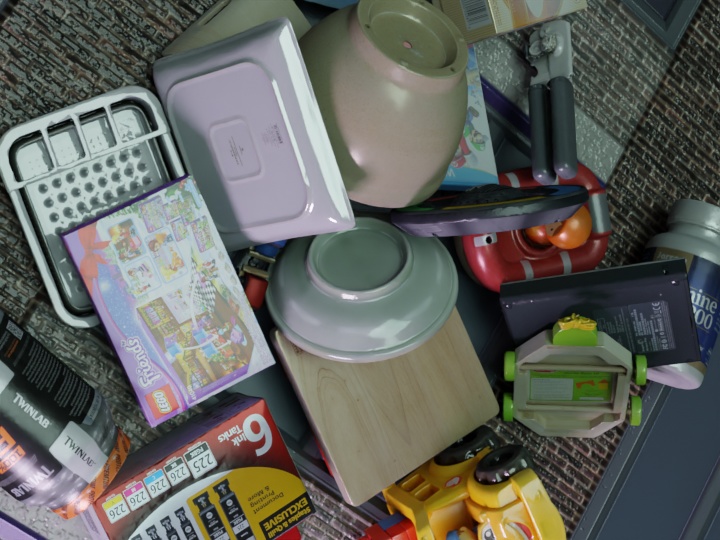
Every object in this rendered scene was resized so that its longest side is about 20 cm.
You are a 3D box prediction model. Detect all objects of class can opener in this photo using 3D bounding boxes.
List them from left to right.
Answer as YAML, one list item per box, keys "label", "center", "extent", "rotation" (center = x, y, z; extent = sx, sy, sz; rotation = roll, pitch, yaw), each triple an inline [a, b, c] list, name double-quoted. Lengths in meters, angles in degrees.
- label: "can opener"
  center: [0.216, -0.186, 1.477]
  extent: [0.066, 0.052, 0.203]
  rotation: [33, 50, -45]

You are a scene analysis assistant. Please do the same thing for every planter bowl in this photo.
- label: "planter bowl"
  center: [0.024, -0.181, 1.289]
  extent: [0.198, 0.135, 0.202]
  rotation: [18, 44, -18]

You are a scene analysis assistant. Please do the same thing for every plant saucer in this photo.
- label: "plant saucer"
  center: [0.000, 0.000, 1.344]
  extent: [0.199, 0.200, 0.051]
  rotation: [-28, 142, -22]

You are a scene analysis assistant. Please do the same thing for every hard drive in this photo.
- label: "hard drive"
  center: [0.260, 0.057, 1.451]
  extent: [0.033, 0.197, 0.141]
  rotation: [-83, 159, -44]

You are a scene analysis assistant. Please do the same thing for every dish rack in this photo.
- label: "dish rack"
  center: [-0.249, -0.061, 1.302]
  extent: [0.170, 0.043, 0.203]
  rotation: [-24, 100, -25]

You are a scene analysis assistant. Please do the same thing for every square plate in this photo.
- label: "square plate"
  center: [-0.110, -0.119, 1.269]
  extent: [0.028, 0.196, 0.203]
  rotation: [-30, 106, -45]

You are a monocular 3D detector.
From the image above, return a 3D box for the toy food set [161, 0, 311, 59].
- label: "toy food set"
  center: [-0.095, -0.184, 1.376]
  extent: [0.144, 0.060, 0.201]
  rotation: [-48, 110, -30]

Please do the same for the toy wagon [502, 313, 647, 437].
- label: "toy wagon"
  center: [0.232, 0.111, 1.458]
  extent: [0.153, 0.202, 0.040]
  rotation: [1, 45, 6]

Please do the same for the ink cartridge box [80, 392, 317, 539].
- label: "ink cartridge box"
  center: [-0.153, 0.247, 1.322]
  extent: [0.199, 0.084, 0.177]
  rotation: [-30, 102, -23]

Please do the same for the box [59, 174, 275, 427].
- label: "box"
  center: [-0.183, 0.028, 1.281]
  extent: [0.136, 0.039, 0.202]
  rotation: [-26, 101, -15]

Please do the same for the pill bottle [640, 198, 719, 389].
- label: "pill bottle"
  center: [0.372, 0.026, 1.559]
  extent: [0.110, 0.111, 0.203]
  rotation: [25, 79, -23]

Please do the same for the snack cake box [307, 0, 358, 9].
- label: "snack cake box"
  center: [-0.043, -0.339, 1.369]
  extent: [0.197, 0.067, 0.117]
  rotation: [9, 62, -26]

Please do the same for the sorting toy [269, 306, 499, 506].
- label: "sorting toy"
  center: [0.018, 0.107, 1.413]
  extent: [0.197, 0.069, 0.202]
  rotation: [-29, 101, -23]

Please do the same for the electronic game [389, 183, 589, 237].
- label: "electronic game"
  center: [0.127, -0.065, 1.328]
  extent: [0.197, 0.199, 0.042]
  rotation: [-11, 98, -25]

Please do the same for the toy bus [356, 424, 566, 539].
- label: "toy bus"
  center: [0.096, 0.267, 1.385]
  extent: [0.190, 0.200, 0.137]
  rotation: [-26, 103, -16]

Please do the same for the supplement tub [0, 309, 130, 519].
- label: "supplement tub"
  center: [-0.314, 0.129, 1.226]
  extent: [0.200, 0.122, 0.123]
  rotation: [43, 73, -18]

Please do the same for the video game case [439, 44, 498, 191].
- label: "video game case"
  center: [0.069, -0.182, 1.431]
  extent: [0.141, 0.018, 0.203]
  rotation: [1, 69, -26]

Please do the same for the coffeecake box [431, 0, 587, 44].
- label: "coffeecake box"
  center: [0.150, -0.334, 1.437]
  extent: [0.199, 0.072, 0.156]
  rotation: [-25, 101, -49]

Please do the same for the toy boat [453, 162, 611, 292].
- label: "toy boat"
  center: [0.203, -0.049, 1.468]
  extent: [0.197, 0.130, 0.133]
  rotation: [-13, 95, -25]

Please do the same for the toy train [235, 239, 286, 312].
- label: "toy train"
  center: [-0.114, 0.021, 1.343]
  extent: [0.034, 0.046, 0.202]
  rotation: [20, 93, -23]
